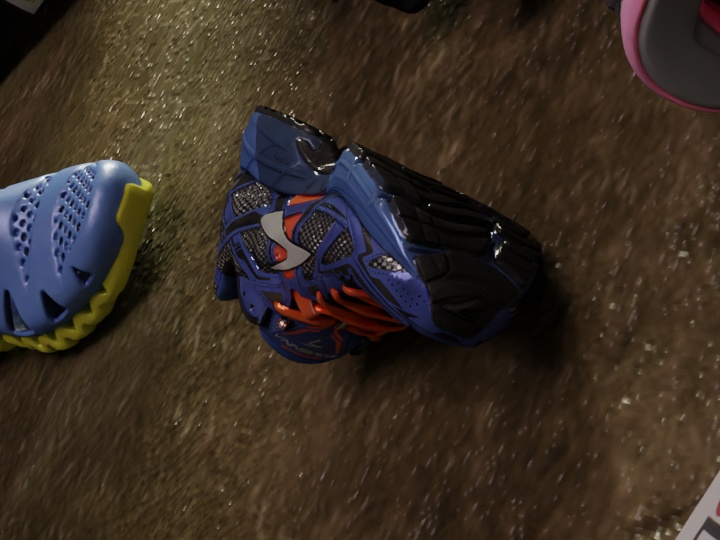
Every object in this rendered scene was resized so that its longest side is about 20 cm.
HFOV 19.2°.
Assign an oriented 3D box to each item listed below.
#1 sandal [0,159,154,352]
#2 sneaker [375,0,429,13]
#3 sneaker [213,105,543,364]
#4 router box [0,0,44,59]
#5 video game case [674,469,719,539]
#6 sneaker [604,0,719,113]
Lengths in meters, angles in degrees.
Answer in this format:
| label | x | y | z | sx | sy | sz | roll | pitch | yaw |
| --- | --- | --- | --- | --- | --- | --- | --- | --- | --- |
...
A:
| label | x | y | z | sx | sy | sz | roll | pitch | yaw |
| --- | --- | --- | --- | --- | --- | --- | --- | --- | --- |
| sandal | -0.171 | -0.006 | 0.984 | 0.199 | 0.087 | 0.080 | -23 | 42 | 44 |
| sneaker | 0.062 | -0.146 | 0.775 | 0.199 | 0.066 | 0.091 | -21 | 48 | 54 |
| sneaker | 0.000 | 0.000 | 0.736 | 0.079 | 0.075 | 0.200 | -67 | 20 | 3 |
| router box | -0.224 | -0.183 | 1.257 | 0.200 | 0.051 | 0.150 | -47 | 30 | 31 |
| video game case | 0.140 | 0.083 | 0.456 | 0.182 | 0.036 | 0.200 | -58 | 28 | 4 |
| sneaker | 0.139 | -0.146 | 0.653 | 0.201 | 0.079 | 0.095 | -52 | 18 | 9 |
